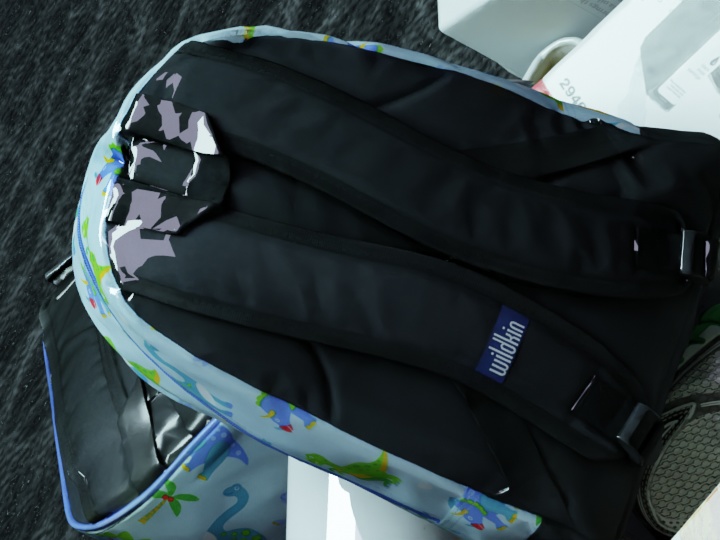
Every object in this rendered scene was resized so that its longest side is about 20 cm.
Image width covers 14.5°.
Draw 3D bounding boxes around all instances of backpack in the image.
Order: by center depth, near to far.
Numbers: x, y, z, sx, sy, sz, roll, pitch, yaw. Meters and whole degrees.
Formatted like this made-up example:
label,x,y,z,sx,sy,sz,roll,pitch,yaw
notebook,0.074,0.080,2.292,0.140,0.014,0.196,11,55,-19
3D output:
label,x,y,z,sx,sy,sz,roll,pitch,yaw
backpack,0.000,0.000,0.959,0.154,0.199,0.164,-10,63,69
backpack,-0.040,0.043,1.232,0.183,0.147,0.200,-46,26,22

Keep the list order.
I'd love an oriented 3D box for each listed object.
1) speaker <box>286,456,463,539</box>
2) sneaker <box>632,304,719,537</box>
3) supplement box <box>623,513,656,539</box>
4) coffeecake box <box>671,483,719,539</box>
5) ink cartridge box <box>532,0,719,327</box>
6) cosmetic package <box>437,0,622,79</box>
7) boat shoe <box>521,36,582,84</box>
label,x,y,z,sx,sy,sz,roll,pitch,yaw
speaker,0.013,0.030,1.060,0.081,0.081,0.201,-24,58,46
sneaker,0.172,0.037,0.925,0.200,0.078,0.085,-28,18,22
supplement box,0.030,0.163,1.099,0.200,0.061,0.109,-53,28,8
coffeecake box,0.158,0.120,0.824,0.200,0.073,0.154,121,145,-51
ink cartridge box,0.158,-0.048,1.015,0.200,0.084,0.145,-43,67,25
cosmetic package,0.134,-0.155,1.191,0.200,0.101,0.071,-32,46,38
boat shoe,0.061,-0.028,1.149,0.074,0.086,0.202,-6,37,36
